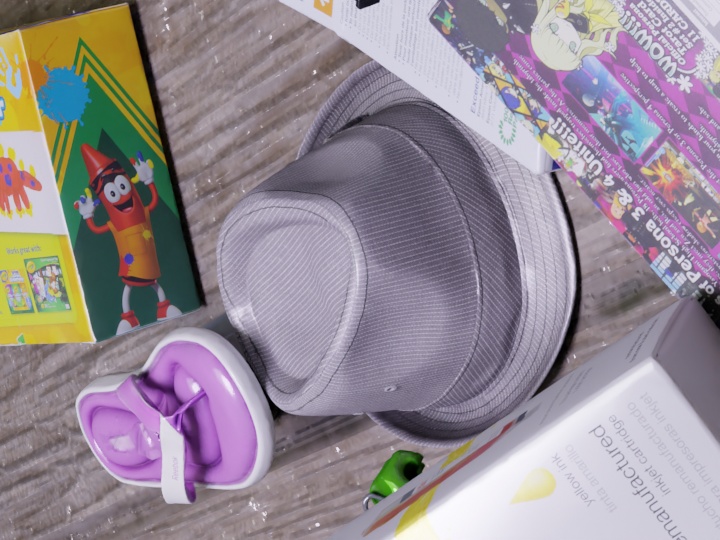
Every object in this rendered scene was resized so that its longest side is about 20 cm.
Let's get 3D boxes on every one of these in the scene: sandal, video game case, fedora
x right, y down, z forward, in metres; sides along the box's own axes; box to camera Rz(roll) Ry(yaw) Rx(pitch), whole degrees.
[{"bbox_3d":[-0.097,0.081,1.396,0.083,0.050,0.203,57,154,-3],"label":"sandal"},{"bbox_3d":[0.133,-0.076,1.057,0.200,0.036,0.181,48,142,8],"label":"video game case"},{"bbox_3d":[0.000,0.000,1.290,0.200,0.090,0.177,-30,78,57],"label":"fedora"}]

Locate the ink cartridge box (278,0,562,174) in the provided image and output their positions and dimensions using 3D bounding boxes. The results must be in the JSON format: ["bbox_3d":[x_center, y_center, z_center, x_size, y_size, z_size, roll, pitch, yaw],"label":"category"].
[{"bbox_3d":[0.041,-0.169,1.199,0.200,0.040,0.200,38,131,44],"label":"ink cartridge box"}]

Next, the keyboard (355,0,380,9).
[{"bbox_3d":[0.013,-0.202,1.175,0.127,0.021,0.201,47,139,46],"label":"keyboard"}]

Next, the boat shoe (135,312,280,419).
[{"bbox_3d":[-0.073,0.065,1.461,0.066,0.070,0.200,56,144,-3],"label":"boat shoe"}]

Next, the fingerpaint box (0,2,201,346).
[{"bbox_3d":[-0.179,-0.047,1.562,0.200,0.073,0.167,-5,100,57],"label":"fingerpaint box"}]

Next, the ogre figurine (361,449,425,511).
[{"bbox_3d":[0.082,0.162,1.226,0.120,0.098,0.201,13,123,43],"label":"ogre figurine"}]

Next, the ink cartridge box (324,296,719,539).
[{"bbox_3d":[0.084,0.129,1.105,0.200,0.083,0.145,-36,94,23],"label":"ink cartridge box"}]
